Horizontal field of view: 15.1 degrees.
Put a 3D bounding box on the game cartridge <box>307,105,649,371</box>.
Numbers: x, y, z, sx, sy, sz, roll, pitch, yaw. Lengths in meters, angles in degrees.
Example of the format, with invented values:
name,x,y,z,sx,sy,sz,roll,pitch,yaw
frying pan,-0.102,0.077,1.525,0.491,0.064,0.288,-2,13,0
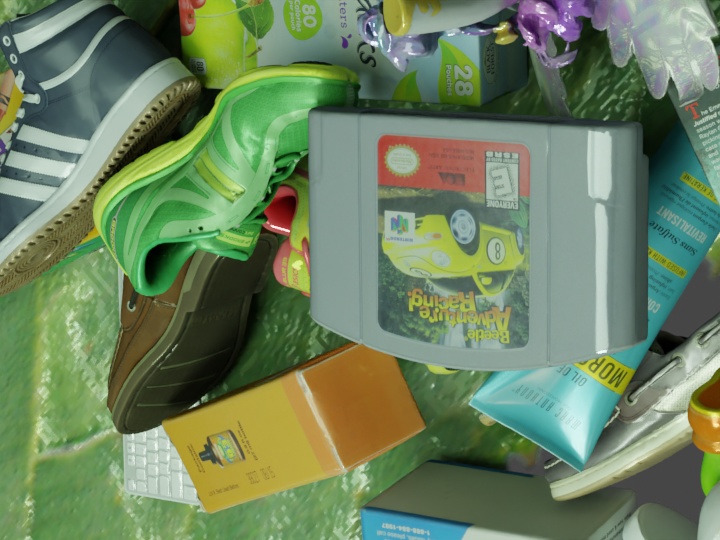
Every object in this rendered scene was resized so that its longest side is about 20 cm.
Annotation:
name,x,y,z,sx,sy,sz,roll,pitch,yaw
game cartridge,0.057,-0.016,1.412,0.200,0.041,0.133,5,104,35

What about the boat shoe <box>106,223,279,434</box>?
name,x,y,z,sx,sy,sz,roll,pitch,yaw
boat shoe,-0.110,0.018,1.661,0.068,0.072,0.200,56,133,26

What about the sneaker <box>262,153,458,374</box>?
name,x,y,z,sx,sy,sz,roll,pitch,yaw
sneaker,0.000,0.000,1.532,0.200,0.090,0.078,-126,21,-49

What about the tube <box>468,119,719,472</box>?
name,x,y,z,sx,sy,sz,roll,pitch,yaw
tube,0.143,0.008,1.472,0.077,0.050,0.200,32,94,-12

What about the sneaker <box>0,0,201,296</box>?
name,x,y,z,sx,sy,sz,roll,pitch,yaw
sneaker,-0.191,-0.079,1.607,0.109,0.070,0.200,48,112,11

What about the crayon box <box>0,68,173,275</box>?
name,x,y,z,sx,sy,sz,roll,pitch,yaw
crayon box,-0.209,-0.059,1.701,0.200,0.058,0.119,-23,85,33

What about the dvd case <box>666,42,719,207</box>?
name,x,y,z,sx,sy,sz,roll,pitch,yaw
dvd case,0.262,-0.044,1.421,0.146,0.022,0.200,-26,92,11

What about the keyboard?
name,x,y,z,sx,sy,sz,roll,pitch,yaw
keyboard,-0.127,0.052,1.721,0.056,0.011,0.200,9,110,29

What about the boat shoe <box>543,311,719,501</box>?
name,x,y,z,sx,sy,sz,roll,pitch,yaw
boat shoe,0.177,0.061,1.508,0.200,0.072,0.065,-36,80,30

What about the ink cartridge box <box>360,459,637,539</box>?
name,x,y,z,sx,sy,sz,roll,pitch,yaw
ink cartridge box,0.087,0.226,1.595,0.146,0.084,0.200,7,112,30

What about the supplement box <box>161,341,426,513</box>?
name,x,y,z,sx,sy,sz,roll,pitch,yaw
supplement box,-0.043,0.092,1.605,0.200,0.069,0.067,-23,93,58

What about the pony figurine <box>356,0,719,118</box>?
name,x,y,z,sx,sy,sz,roll,pitch,yaw
pony figurine,0.088,-0.161,1.406,0.167,0.200,0.193,-22,77,59

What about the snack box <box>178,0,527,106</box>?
name,x,y,z,sx,sy,sz,roll,pitch,yaw
snack box,-0.008,-0.186,1.544,0.200,0.068,0.169,5,107,28

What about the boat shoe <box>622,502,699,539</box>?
name,x,y,z,sx,sy,sz,roll,pitch,yaw
boat shoe,0.210,0.223,1.539,0.200,0.072,0.068,47,121,2

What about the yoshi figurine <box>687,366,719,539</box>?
name,x,y,z,sx,sy,sz,roll,pitch,yaw
yoshi figurine,0.238,0.146,1.449,0.112,0.112,0.200,-5,116,8

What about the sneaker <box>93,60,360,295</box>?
name,x,y,z,sx,sy,sz,roll,pitch,yaw
sneaker,-0.066,-0.051,1.529,0.200,0.074,0.084,-36,65,34

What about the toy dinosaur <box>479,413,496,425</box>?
name,x,y,z,sx,sy,sz,roll,pitch,yaw
toy dinosaur,0.086,0.003,1.525,0.200,0.058,0.101,91,154,-53
